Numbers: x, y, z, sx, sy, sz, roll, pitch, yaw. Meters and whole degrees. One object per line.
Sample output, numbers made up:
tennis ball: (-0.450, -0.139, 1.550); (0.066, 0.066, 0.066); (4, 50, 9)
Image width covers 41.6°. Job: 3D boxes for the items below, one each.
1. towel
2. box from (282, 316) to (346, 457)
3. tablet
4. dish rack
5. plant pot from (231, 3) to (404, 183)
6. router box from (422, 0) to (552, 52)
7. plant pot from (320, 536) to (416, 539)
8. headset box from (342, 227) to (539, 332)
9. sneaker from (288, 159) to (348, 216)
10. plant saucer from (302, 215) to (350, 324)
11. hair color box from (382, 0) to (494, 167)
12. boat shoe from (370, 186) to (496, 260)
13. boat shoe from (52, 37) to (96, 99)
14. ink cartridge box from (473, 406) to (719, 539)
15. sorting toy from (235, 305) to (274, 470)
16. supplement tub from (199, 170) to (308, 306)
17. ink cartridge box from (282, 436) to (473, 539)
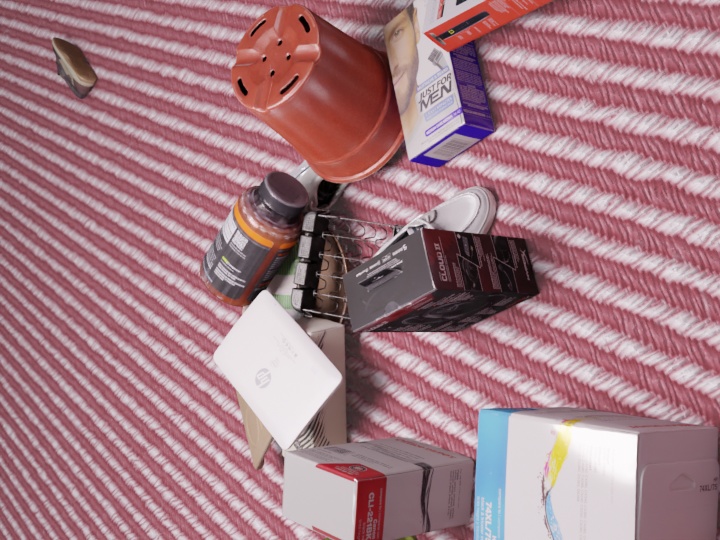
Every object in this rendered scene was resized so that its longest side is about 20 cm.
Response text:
towel: (-0.140, 0.031, 1.459); (0.151, 0.023, 0.203); (0, 91, 48)
box: (-0.068, 0.174, 1.359); (0.082, 0.068, 0.203); (9, 105, 47)
tablet: (-0.118, 0.133, 1.303); (0.131, 0.014, 0.200); (-51, 54, 8)
dish rack: (0.000, 0.000, 1.307); (0.197, 0.054, 0.156); (9, 90, 20)
plant pot: (-0.060, -0.247, 1.284); (0.199, 0.194, 0.204); (-12, 68, 32)
router box: (0.165, -0.386, 1.136); (0.178, 0.049, 0.203); (-14, 57, 49)
plant pot: (-0.040, 0.429, 1.236); (0.199, 0.188, 0.204); (-7, 81, 50)
headset box: (0.087, 0.016, 1.117); (0.148, 0.198, 0.078); (-31, 64, 45)
sneaker: (-0.077, -0.115, 1.426); (0.200, 0.072, 0.071); (-48, 47, 35)
plant saucer: (-0.072, 0.020, 1.426); (0.199, 0.036, 0.204); (1, 92, 49)
hair color box: (0.099, -0.252, 1.238); (0.109, 0.064, 0.203); (-30, 63, 45)
boat shoe: (0.082, -0.039, 1.203); (0.199, 0.068, 0.073); (-34, 65, 24)
boat shoe: (-0.668, -0.467, 2.177); (0.200, 0.071, 0.065); (49, 117, 34)
ink cartridge box: (0.236, 0.221, 0.958); (0.199, 0.145, 0.149); (-1, 85, 50)
sorting toy: (-0.154, 0.177, 1.420); (0.201, 0.036, 0.187); (111, 146, -55)
supplement tub: (-0.150, -0.048, 1.374); (0.201, 0.106, 0.108); (-53, 50, 34)
ink cartridge box: (0.023, 0.268, 1.170); (0.143, 0.198, 0.085); (7, 95, 50)
